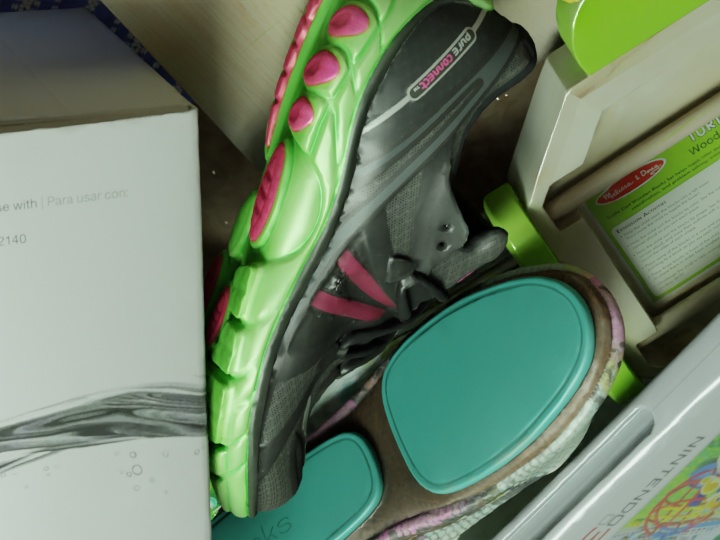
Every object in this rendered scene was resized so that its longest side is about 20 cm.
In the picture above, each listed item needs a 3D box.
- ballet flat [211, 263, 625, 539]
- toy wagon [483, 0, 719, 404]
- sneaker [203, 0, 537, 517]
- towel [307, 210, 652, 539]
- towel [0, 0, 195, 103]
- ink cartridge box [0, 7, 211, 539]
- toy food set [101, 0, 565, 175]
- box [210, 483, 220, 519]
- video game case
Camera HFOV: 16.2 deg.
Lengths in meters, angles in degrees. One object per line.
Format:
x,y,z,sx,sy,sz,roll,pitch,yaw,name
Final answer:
0.026,0.065,0.851,0.071,0.069,0.200,15,134,-45,ballet flat
0.116,-0.046,0.830,0.155,0.040,0.200,-33,127,6,toy wagon
0.000,0.000,0.793,0.084,0.077,0.200,14,119,-15,sneaker
0.057,0.065,0.936,0.171,0.048,0.200,-27,129,-3,towel
-0.063,-0.106,0.855,0.200,0.024,0.145,14,143,-22,towel
-0.107,0.028,0.822,0.086,0.146,0.200,-6,110,-18,ink cartridge box
-0.008,-0.118,0.795,0.143,0.060,0.200,-29,137,14,toy food set
-0.096,0.085,0.987,0.200,0.039,0.137,4,95,-13,box
0.134,0.088,0.926,0.200,0.022,0.182,10,131,-49,video game case
